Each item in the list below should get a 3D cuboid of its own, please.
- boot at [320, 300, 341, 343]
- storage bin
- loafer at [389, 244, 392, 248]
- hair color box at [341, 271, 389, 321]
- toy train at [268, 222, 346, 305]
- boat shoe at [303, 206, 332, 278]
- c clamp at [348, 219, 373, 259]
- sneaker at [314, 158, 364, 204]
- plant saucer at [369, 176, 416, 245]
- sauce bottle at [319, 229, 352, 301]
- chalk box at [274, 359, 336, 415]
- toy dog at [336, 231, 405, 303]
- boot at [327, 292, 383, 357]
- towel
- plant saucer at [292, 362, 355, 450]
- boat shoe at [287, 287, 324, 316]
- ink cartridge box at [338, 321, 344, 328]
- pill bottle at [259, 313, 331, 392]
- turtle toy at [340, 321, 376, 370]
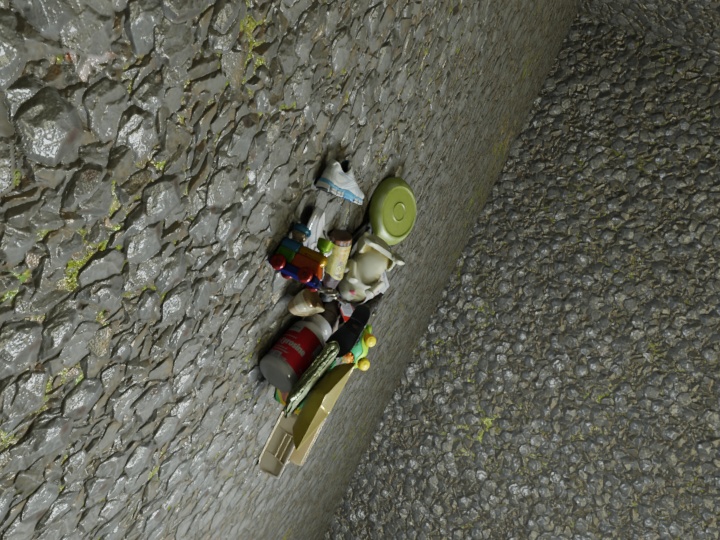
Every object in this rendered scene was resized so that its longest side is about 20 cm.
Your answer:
[{"bbox_3d":[-0.092,0.168,1.573,0.201,0.069,0.149,105,0,-57],"label":"boot"},{"bbox_3d":[-0.225,0.560,1.726,0.202,0.092,0.200,-63,163,0],"label":"storage bin"},{"bbox_3d":[0.080,-0.148,1.642,0.204,0.072,0.071,-69,-167,-8],"label":"loafer"},{"bbox_3d":[0.007,0.058,1.663,0.200,0.063,0.113,-45,128,-40],"label":"hair color box"},{"bbox_3d":[-0.089,-0.017,1.136,0.118,0.197,0.085,-63,163,-11],"label":"toy train"},{"bbox_3d":[-0.097,-0.059,1.245,0.071,0.068,0.203,-59,167,-46],"label":"boat shoe"},{"bbox_3d":[0.000,-0.065,1.590,0.200,0.027,0.174,-44,154,-47],"label":"c clamp"},{"bbox_3d":[-0.032,-0.210,1.231,0.089,0.074,0.199,-70,162,5],"label":"sneaker"},{"bbox_3d":[0.107,-0.175,1.575,0.197,0.031,0.205,-13,109,-41],"label":"plant saucer"},{"bbox_3d":[-0.071,-0.009,1.410,0.066,0.065,0.203,-39,150,-51],"label":"sauce bottle"},{"bbox_3d":[-0.155,0.298,1.509,0.124,0.123,0.203,-40,151,-50],"label":"chalk box"},{"bbox_3d":[0.000,0.000,1.478,0.202,0.138,0.194,-55,-156,12],"label":"toy dog"},{"bbox_3d":[-0.006,0.157,1.531,0.201,0.069,0.174,-51,174,14],"label":"boot"},{"bbox_3d":[-0.127,0.279,1.345,0.201,0.036,0.149,-50,172,-32],"label":"towel"},{"bbox_3d":[-0.105,0.346,1.398,0.203,0.048,0.200,-64,167,23],"label":"plant saucer"},{"bbox_3d":[-0.141,0.083,1.358,0.063,0.072,0.200,-27,171,4],"label":"boat shoe"},{"bbox_3d":[-0.099,0.251,1.758,0.201,0.056,0.165,-73,178,-57],"label":"ink cartridge box"},{"bbox_3d":[-0.163,0.207,1.376,0.200,0.111,0.114,-49,158,-38],"label":"pill bottle"},{"bbox_3d":[-0.018,0.222,1.705,0.145,0.099,0.205,-166,-89,-72],"label":"turtle toy"}]
